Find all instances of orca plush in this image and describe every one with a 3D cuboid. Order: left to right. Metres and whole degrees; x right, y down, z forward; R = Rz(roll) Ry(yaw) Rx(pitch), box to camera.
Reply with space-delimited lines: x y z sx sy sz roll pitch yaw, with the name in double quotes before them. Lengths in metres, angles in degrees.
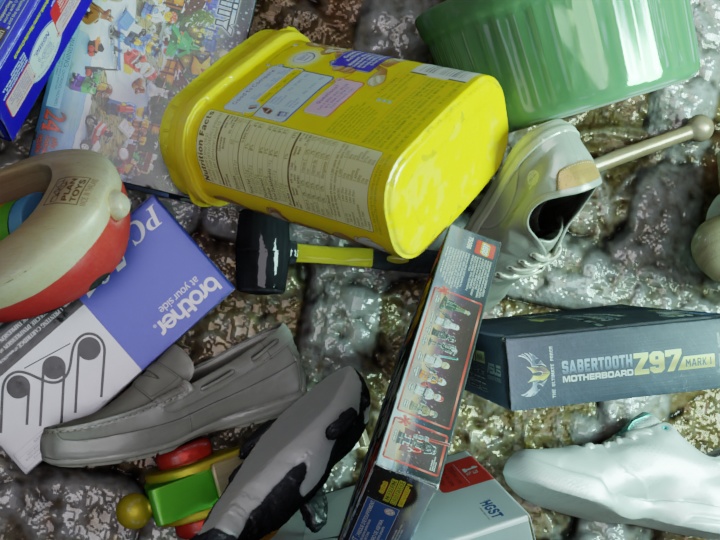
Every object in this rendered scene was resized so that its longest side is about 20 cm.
"orca plush" -0.037 0.147 0.729 0.105 0.200 0.071 -27 104 24

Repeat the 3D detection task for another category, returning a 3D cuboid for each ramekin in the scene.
"ramekin" 0.147 -0.164 0.791 0.198 0.200 0.098 -17 96 -9

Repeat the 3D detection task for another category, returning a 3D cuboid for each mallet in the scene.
"mallet" 0.000 0.000 0.840 0.198 0.041 0.066 11 85 -11

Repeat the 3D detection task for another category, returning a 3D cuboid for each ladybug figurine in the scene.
"ladybug figurine" -0.231 -0.017 0.753 0.072 0.199 0.136 53 41 -36

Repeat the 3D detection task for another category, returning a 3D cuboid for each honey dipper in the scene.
"honey dipper" 0.196 -0.085 0.871 0.198 0.038 0.038 -18 89 -11

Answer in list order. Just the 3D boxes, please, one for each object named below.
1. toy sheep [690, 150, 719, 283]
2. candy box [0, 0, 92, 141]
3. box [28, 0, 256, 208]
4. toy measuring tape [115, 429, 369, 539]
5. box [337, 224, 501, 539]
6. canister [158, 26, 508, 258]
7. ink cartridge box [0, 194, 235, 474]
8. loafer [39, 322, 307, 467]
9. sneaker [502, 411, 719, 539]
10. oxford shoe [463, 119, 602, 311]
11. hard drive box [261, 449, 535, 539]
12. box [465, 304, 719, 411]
"toy sheep" 0.341 -0.041 0.842 0.199 0.138 0.139 -18 89 -14
"candy box" -0.298 -0.203 0.750 0.199 0.077 0.170 21 68 5
"box" -0.158 -0.161 0.824 0.135 0.038 0.202 13 85 -7
"toy measuring tape" -0.091 0.149 0.813 0.199 0.073 0.074 -16 89 -31
"box" 0.034 0.086 0.678 0.040 0.137 0.201 20 44 1
"canister" -0.018 -0.091 0.746 0.149 0.199 0.087 -45 137 -32
"ink cartridge box" -0.197 0.045 0.802 0.200 0.044 0.094 -42 94 -8
"loafer" -0.133 0.089 0.781 0.199 0.070 0.070 -15 97 -29
"sneaker" 0.206 0.150 0.847 0.198 0.075 0.089 13 72 -13
"oxford shoe" 0.113 -0.021 0.779 0.075 0.201 0.058 -20 62 -29
"hard drive box" 0.010 0.209 0.761 0.198 0.156 0.077 -15 99 -9
"box" 0.150 0.057 0.772 0.156 0.200 0.052 -6 90 -8
